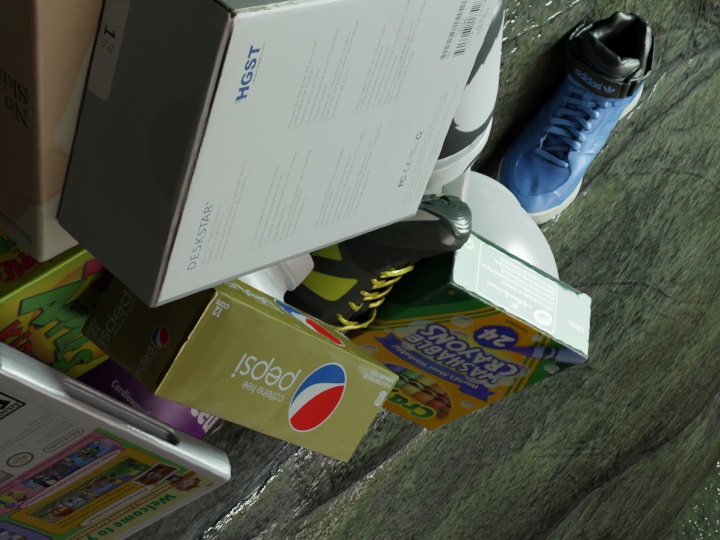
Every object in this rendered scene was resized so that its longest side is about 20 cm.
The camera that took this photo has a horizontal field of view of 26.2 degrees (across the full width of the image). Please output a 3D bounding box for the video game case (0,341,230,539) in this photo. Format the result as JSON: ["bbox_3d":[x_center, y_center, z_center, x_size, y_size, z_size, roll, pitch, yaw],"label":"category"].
[{"bbox_3d":[-0.201,0.120,0.841,0.199,0.022,0.182,-31,141,22],"label":"video game case"}]

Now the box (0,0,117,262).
[{"bbox_3d":[-0.149,-0.115,0.731,0.077,0.095,0.202,-32,146,-36],"label":"box"}]

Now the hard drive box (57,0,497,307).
[{"bbox_3d":[-0.035,-0.087,0.757,0.199,0.077,0.157,-20,139,-47],"label":"hard drive box"}]

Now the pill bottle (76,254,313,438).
[{"bbox_3d":[-0.121,0.045,0.953,0.200,0.112,0.113,-49,154,-12],"label":"pill bottle"}]

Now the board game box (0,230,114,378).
[{"bbox_3d":[-0.186,0.024,0.835,0.199,0.048,0.102,-32,149,-13],"label":"board game box"}]

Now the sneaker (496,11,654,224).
[{"bbox_3d":[0.180,-0.136,1.294,0.200,0.076,0.112,-47,160,-25],"label":"sneaker"}]

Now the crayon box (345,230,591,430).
[{"bbox_3d":[0.048,0.049,1.080,0.199,0.125,0.052,-30,-139,46],"label":"crayon box"}]

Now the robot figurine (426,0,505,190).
[{"bbox_3d":[0.031,-0.140,0.974,0.150,0.125,0.201,-35,149,-25],"label":"robot figurine"}]

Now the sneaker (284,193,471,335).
[{"bbox_3d":[0.000,0.000,1.013,0.074,0.199,0.086,-6,87,-43],"label":"sneaker"}]

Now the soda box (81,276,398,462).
[{"bbox_3d":[-0.062,0.048,0.869,0.064,0.067,0.199,-58,146,3],"label":"soda box"}]

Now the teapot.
[{"bbox_3d":[0.062,-0.012,1.167,0.197,0.199,0.148,34,51,-36],"label":"teapot"}]
